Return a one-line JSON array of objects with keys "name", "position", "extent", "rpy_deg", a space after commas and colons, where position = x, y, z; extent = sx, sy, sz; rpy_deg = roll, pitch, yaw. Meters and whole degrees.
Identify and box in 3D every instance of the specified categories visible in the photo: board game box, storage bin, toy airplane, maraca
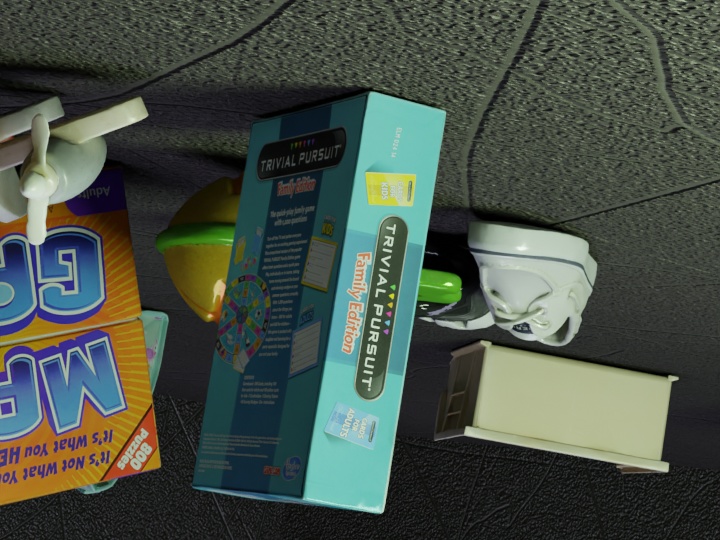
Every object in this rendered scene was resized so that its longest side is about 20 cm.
[{"name": "board game box", "position": [-0.023, 0.018, 1.241], "extent": [0.047, 0.201, 0.151], "rpy_deg": [12, 173, -24]}, {"name": "storage bin", "position": [0.187, 0.137, 2.383], "extent": [0.199, 0.094, 0.199], "rpy_deg": [10, 173, -7]}, {"name": "toy airplane", "position": [-0.227, -0.041, 1.278], "extent": [0.198, 0.142, 0.200], "rpy_deg": [-9, 167, -25]}, {"name": "maraca", "position": [-0.030, -0.002, 1.473], "extent": [0.199, 0.108, 0.137], "rpy_deg": [14, 171, -37]}, {"name": "board game box", "position": [-0.275, 0.045, 1.592], "extent": [0.199, 0.201, 0.200], "rpy_deg": [-11, -175, -33]}]

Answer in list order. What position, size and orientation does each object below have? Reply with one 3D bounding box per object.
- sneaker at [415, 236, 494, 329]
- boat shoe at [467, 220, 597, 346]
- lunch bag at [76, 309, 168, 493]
[{"name": "sneaker", "position": [0.000, 0.000, 1.655], "extent": [0.199, 0.067, 0.090], "rpy_deg": [4, 169, 13]}, {"name": "boat shoe", "position": [0.109, 0.011, 1.567], "extent": [0.072, 0.066, 0.200], "rpy_deg": [8, 173, 12]}, {"name": "lunch bag", "position": [-0.303, 0.132, 2.580], "extent": [0.122, 0.201, 0.170], "rpy_deg": [14, 173, -36]}]
